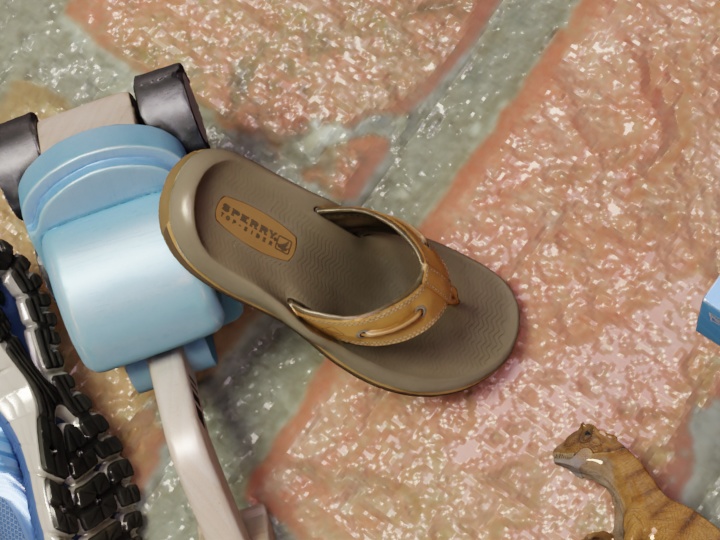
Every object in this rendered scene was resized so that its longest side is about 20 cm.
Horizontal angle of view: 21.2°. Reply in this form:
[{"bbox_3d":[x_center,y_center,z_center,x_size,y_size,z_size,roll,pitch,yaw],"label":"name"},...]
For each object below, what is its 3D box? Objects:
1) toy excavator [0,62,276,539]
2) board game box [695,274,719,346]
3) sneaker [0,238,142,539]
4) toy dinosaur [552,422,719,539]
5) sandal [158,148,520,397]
[{"bbox_3d":[-0.095,0.035,0.907,0.099,0.195,0.201,-17,46,2],"label":"toy excavator"},{"bbox_3d":[0.294,-0.001,0.901,0.195,0.056,0.200,35,82,14],"label":"board game box"},{"bbox_3d":[-0.174,0.087,0.933,0.089,0.078,0.201,-28,80,24],"label":"sneaker"},{"bbox_3d":[0.160,0.148,0.876,0.200,0.060,0.106,39,81,14],"label":"toy dinosaur"},{"bbox_3d":[0.000,0.000,0.885,0.199,0.054,0.081,27,62,-29],"label":"sandal"}]
